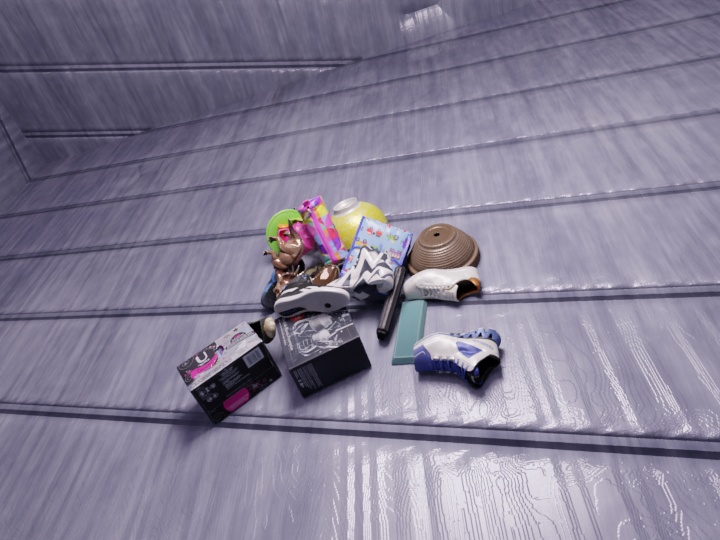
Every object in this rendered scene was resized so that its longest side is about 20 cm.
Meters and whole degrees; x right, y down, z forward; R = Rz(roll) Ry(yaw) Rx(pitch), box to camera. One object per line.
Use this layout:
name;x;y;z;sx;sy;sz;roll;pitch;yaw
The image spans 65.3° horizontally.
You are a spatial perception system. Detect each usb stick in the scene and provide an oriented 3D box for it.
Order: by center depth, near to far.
usb stick;0.078;0.078;1.409;0.032;0.056;0.202;17;60;2

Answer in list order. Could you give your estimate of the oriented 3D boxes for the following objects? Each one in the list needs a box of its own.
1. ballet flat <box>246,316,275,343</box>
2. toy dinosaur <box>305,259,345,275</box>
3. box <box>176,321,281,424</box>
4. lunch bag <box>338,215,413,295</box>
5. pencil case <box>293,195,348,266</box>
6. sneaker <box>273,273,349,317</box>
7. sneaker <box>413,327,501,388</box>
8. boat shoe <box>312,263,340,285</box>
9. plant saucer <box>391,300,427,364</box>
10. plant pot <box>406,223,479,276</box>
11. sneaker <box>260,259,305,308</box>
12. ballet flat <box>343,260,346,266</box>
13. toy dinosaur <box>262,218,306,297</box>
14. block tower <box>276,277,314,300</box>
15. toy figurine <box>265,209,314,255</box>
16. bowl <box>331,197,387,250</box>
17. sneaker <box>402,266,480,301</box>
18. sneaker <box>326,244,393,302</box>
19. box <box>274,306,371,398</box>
ballet flat;-0.269;0.160;1.455;0.056;0.067;0.199;2;-13;-32
toy dinosaur;-0.083;-0.007;1.641;0.198;0.048;0.088;-20;29;-3
box;-0.319;0.243;1.368;0.199;0.133;0.114;-35;38;-18
lunch bag;0.039;-0.023;1.527;0.149;0.094;0.202;19;70;8
pencil case;-0.107;-0.111;1.581;0.088;0.201;0.088;-27;13;7
sneaker;-0.115;0.046;1.389;0.198;0.074;0.112;-10;37;19
sneaker;0.211;0.193;1.203;0.197;0.081;0.116;-13;35;10
boat shoe;-0.119;0.067;1.489;0.074;0.075;0.204;27;77;13
plant saucer;0.119;0.145;1.366;0.069;0.019;0.201;-7;40;19
plant pot;0.214;-0.060;1.513;0.199;0.093;0.202;-15;37;11
sneaker;-0.241;0.039;1.654;0.078;0.066;0.201;-8;37;40
ballet flat;0.019;-0.052;1.629;0.199;0.068;0.072;-36;29;-21
toy dinosaur;-0.194;-0.035;1.559;0.135;0.086;0.202;29;102;30
block tower;-0.134;0.060;1.572;0.198;0.054;0.058;-20;37;1
toy figurine;-0.168;-0.102;1.695;0.198;0.152;0.184;-7;14;-22
bowl;-0.027;-0.155;1.709;0.198;0.108;0.201;-22;23;10
sneaker;0.201;0.042;1.402;0.198;0.073;0.085;-13;32;10
sneaker;0.000;0.000;1.454;0.198;0.079;0.131;-20;47;35
box;-0.095;0.173;1.366;0.180;0.105;0.200;-24;36;-4
